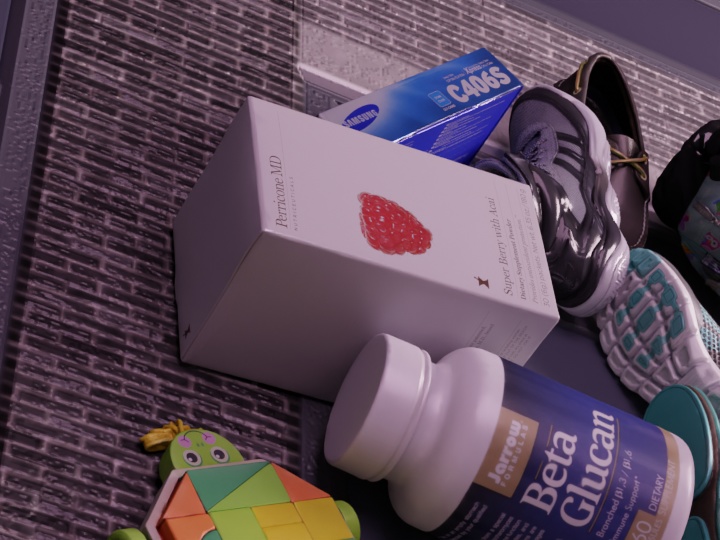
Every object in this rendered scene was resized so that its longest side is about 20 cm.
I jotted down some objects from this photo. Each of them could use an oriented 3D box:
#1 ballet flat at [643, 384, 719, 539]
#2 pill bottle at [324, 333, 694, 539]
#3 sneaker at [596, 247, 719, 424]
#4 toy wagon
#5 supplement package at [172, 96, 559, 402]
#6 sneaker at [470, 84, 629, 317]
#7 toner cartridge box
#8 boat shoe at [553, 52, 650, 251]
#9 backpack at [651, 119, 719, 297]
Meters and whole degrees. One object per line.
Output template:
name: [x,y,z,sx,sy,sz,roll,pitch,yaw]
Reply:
ballet flat: [0.218,0.163,1.376,0.070,0.067,0.201,37,33,-31]
pill bottle: [0.085,0.112,1.279,0.199,0.111,0.111,24,38,-14]
sneaker: [0.232,0.073,1.486,0.091,0.078,0.201,13,42,-50]
toy wagon: [-0.061,0.154,1.179,0.155,0.040,0.201,-2,50,-40]
supplement package: [0.000,0.000,1.330,0.199,0.120,0.122,16,41,-23]
sneaker: [0.117,-0.067,1.518,0.114,0.075,0.201,25,39,-36]
toner cartridge box: [0.022,-0.082,1.460,0.043,0.095,0.200,44,37,15]
boat shoe: [0.177,-0.080,1.607,0.071,0.061,0.202,17,40,-22]
backpack: [0.321,-0.022,1.600,0.200,0.127,0.167,44,40,14]
